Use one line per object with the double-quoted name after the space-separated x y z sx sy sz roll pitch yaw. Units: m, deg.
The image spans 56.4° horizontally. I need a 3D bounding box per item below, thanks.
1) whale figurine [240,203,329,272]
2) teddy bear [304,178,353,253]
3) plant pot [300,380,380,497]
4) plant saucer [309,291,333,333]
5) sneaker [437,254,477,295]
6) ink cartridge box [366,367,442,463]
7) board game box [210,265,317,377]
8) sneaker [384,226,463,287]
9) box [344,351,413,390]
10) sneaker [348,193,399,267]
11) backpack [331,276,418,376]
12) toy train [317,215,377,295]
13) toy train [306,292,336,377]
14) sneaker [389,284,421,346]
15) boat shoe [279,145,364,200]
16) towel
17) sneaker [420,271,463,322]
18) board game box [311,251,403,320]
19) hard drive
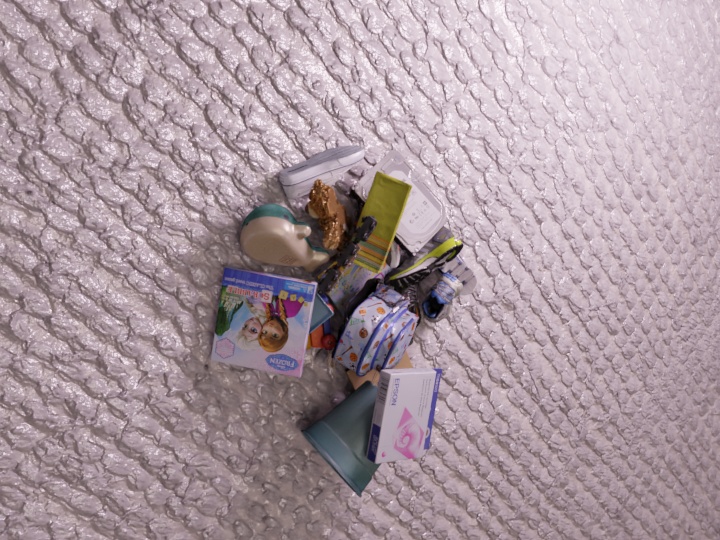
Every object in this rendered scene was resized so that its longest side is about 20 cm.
-0.158 -0.068 1.419 0.198 0.158 0.105 25 48 -34 "whale figurine"
-0.066 -0.107 1.438 0.066 0.200 0.148 -7 77 16 "teddy bear"
-0.001 0.375 1.544 0.196 0.199 0.201 -42 116 -15 "plant pot"
-0.153 0.128 1.454 0.199 0.019 0.070 -39 103 5 "plant saucer"
0.207 -0.023 1.641 0.080 0.115 0.201 -34 84 2 "sneaker"
0.111 0.317 1.485 0.198 0.043 0.200 4 97 -39 "ink cartridge box"
-0.204 0.108 1.419 0.196 0.041 0.203 10 97 1 "board game box"
0.139 -0.031 1.564 0.198 0.082 0.074 -31 153 2 "sneaker"
0.065 0.285 1.660 0.162 0.021 0.202 -31 114 -19 "box"
0.030 -0.096 1.512 0.081 0.077 0.203 -20 85 12 "sneaker"
0.028 0.145 1.487 0.189 0.153 0.203 -23 136 -52 "backpack"
-0.028 -0.031 1.418 0.034 0.046 0.201 38 102 14 "toy train"
-0.117 0.160 1.509 0.114 0.085 0.204 -9 105 -15 "toy train"
0.116 0.091 1.600 0.079 0.086 0.204 10 84 -31 "sneaker"
-0.081 -0.213 1.460 0.197 0.074 0.068 -20 124 -13 "boat shoe"
0.037 -0.100 1.423 0.085 0.018 0.203 21 102 5 "towel"
0.175 0.079 1.595 0.077 0.201 0.085 39 64 15 "sneaker"
0.000 0.000 1.559 0.199 0.034 0.135 -41 117 -15 "board game box"
0.092 -0.148 1.461 0.140 0.038 0.200 -43 90 -14 "hard drive"
